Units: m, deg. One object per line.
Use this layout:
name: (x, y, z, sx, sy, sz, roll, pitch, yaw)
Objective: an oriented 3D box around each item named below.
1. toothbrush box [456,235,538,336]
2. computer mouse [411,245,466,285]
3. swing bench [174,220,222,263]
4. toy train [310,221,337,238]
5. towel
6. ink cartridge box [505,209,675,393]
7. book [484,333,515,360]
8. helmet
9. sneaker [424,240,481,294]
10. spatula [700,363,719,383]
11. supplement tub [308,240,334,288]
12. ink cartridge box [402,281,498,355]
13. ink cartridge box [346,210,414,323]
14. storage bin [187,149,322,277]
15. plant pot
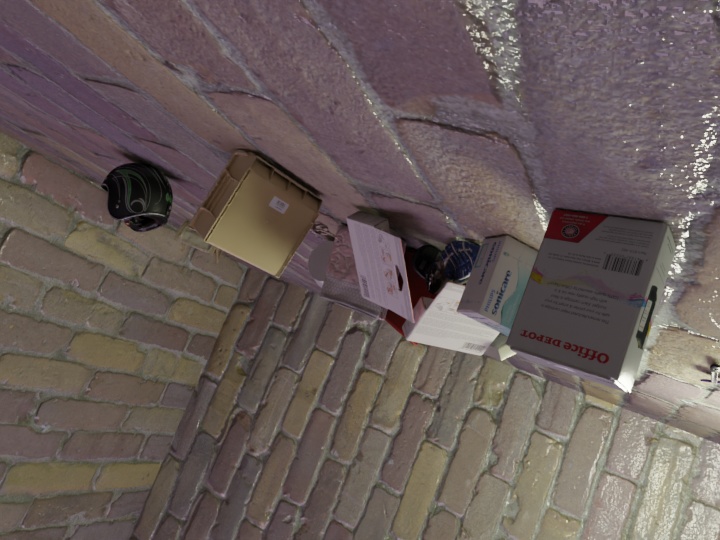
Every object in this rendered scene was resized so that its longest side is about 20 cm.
toothbrush box: (0.293, 0.047, 0.974, 0.199, 0.148, 0.085, 24, 171, -16)
computer mouse: (0.186, 0.037, 1.230, 0.199, 0.141, 0.046, 25, 179, -13)
swing bench: (-0.774, -0.145, 2.674, 0.197, 0.131, 0.200, 24, 166, -1)
toy train: (-0.151, -0.117, 1.376, 0.198, 0.085, 0.116, 24, -178, -5)
towel: (0.000, 0.000, 1.304, 0.199, 0.193, 0.032, 17, -179, 35)
ink cartridge box: (0.296, 0.036, 0.707, 0.145, 0.202, 0.083, 15, 169, 41)
book: (0.363, 0.143, 1.295, 0.133, 0.199, 0.048, 11, 123, 64)
helmet: (-0.675, -0.231, 1.659, 0.198, 0.193, 0.200, -13, 168, -3)
sneaker: (0.207, -0.013, 1.118, 0.084, 0.078, 0.200, -9, 167, -23)
spatula: (0.795, 0.234, 1.228, 0.056, 0.021, 0.200, 2, 159, 33)
supplement tub: (-0.055, 0.004, 1.629, 0.143, 0.146, 0.200, 17, 170, 31)
ink cartridge box: (0.215, 0.093, 1.155, 0.198, 0.177, 0.045, 14, -144, -23)
ink cartridge box: (0.054, -0.010, 1.139, 0.176, 0.045, 0.202, 25, 135, 47)
storage bin: (-0.211, -0.117, 1.139, 0.199, 0.199, 0.094, 30, -175, -40)
plant pot: (0.107, 0.046, 1.365, 0.175, 0.201, 0.200, 31, 175, 18)
